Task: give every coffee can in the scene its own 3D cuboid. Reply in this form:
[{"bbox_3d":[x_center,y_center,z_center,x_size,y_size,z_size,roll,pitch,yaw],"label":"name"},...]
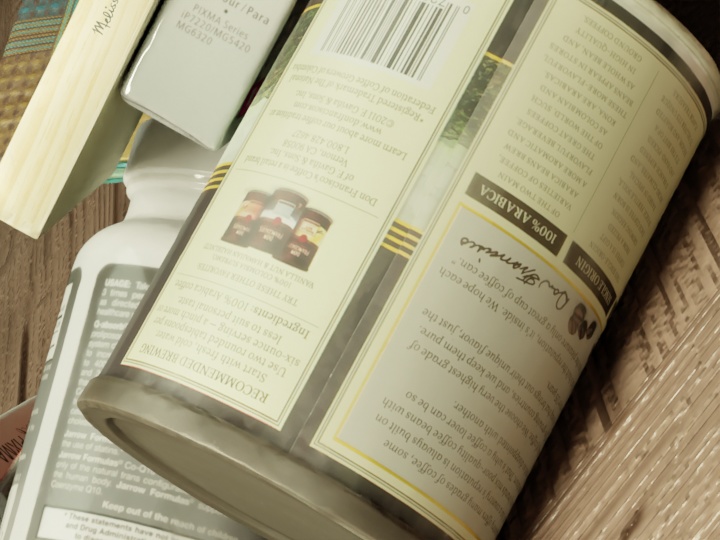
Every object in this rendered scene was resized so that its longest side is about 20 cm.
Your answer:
[{"bbox_3d":[0.016,-0.005,0.914,0.201,0.146,0.146,-61,16,-12],"label":"coffee can"}]

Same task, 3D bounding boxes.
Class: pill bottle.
[{"bbox_3d":[-0.066,0.049,1.044,0.116,0.115,0.201,-17,57,66],"label":"pill bottle"}]

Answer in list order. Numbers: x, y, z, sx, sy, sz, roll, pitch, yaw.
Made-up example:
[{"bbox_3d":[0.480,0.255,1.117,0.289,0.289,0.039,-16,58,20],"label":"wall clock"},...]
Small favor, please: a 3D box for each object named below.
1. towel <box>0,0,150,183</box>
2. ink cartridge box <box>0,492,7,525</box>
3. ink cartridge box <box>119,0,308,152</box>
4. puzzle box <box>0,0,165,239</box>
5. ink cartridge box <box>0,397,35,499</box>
[{"bbox_3d":[-0.073,-0.099,1.180,0.199,0.022,0.147,-5,53,28],"label":"towel"},{"bbox_3d":[-0.183,0.145,1.171,0.099,0.039,0.200,-47,61,6],"label":"ink cartridge box"},{"bbox_3d":[-0.019,-0.139,0.999,0.174,0.043,0.200,-61,0,10],"label":"ink cartridge box"},{"bbox_3d":[-0.069,-0.114,0.963,0.201,0.025,0.133,-62,-1,13],"label":"puzzle box"},{"bbox_3d":[-0.168,0.089,1.319,0.174,0.043,0.200,-54,-5,15],"label":"ink cartridge box"}]
